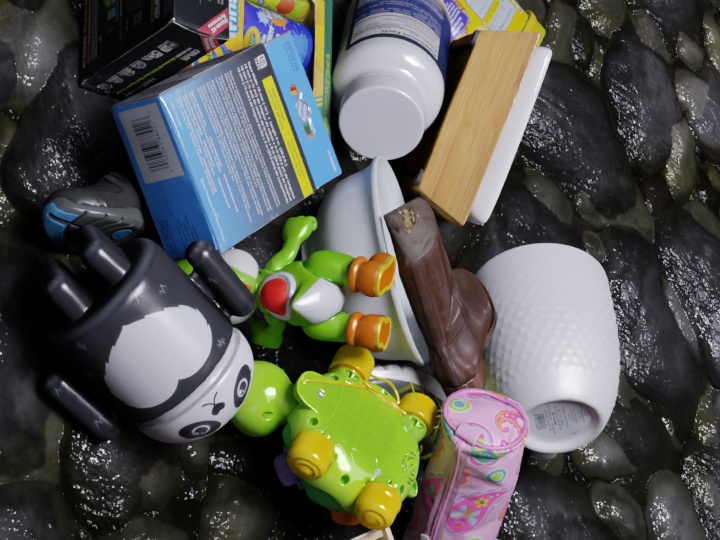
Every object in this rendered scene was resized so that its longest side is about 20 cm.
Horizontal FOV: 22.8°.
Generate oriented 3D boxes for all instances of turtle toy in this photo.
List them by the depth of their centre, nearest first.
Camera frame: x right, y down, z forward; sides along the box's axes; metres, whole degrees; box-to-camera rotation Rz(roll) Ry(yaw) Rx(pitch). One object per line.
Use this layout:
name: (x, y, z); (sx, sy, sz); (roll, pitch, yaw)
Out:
turtle toy: (-0.031, 0.145, 1.586); (0.200, 0.101, 0.146); (38, 47, -12)

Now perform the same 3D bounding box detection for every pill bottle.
pill bottle: (0.029, -0.195, 1.747); (0.111, 0.111, 0.200); (43, 30, -22)

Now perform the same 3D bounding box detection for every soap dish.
soap dish: (0.110, -0.146, 1.773); (0.081, 0.157, 0.200); (22, 91, -8)

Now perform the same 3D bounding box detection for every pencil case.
pencil case: (0.094, 0.202, 1.639); (0.087, 0.200, 0.088); (9, 39, -7)

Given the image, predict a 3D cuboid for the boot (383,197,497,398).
boot: (0.070, -0.005, 1.656); (0.187, 0.064, 0.200); (-94, 163, -52)

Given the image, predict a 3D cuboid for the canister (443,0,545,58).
canister: (0.090, -0.279, 1.896); (0.200, 0.086, 0.149); (46, 49, -19)

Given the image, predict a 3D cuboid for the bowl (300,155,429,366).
bowl: (0.000, 0.000, 1.670); (0.201, 0.090, 0.202); (-13, 90, -81)

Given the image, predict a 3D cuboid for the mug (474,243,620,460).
mug: (0.185, 0.103, 1.782); (0.147, 0.200, 0.176); (-2, 47, -2)

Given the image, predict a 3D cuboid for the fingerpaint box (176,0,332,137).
fingerpaint box: (-0.110, -0.221, 1.692); (0.167, 0.073, 0.200); (19, 61, -37)

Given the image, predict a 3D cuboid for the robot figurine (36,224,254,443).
robot figurine: (-0.178, 0.055, 1.479); (0.200, 0.150, 0.125); (48, 37, -23)

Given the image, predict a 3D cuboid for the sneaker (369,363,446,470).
sneaker: (0.049, 0.144, 1.696); (0.200, 0.074, 0.085); (16, 64, -39)

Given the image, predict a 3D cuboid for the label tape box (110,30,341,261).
label tape box: (-0.114, -0.111, 1.562); (0.200, 0.063, 0.144); (-36, 111, -52)

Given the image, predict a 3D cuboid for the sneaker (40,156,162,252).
sneaker: (-0.205, -0.063, 1.549); (0.200, 0.073, 0.082); (-3, 72, -54)

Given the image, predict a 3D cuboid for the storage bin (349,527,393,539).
storage bin: (-0.038, 0.348, 1.521); (0.198, 0.094, 0.200); (-17, 86, -46)

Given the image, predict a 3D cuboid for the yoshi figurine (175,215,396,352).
yoshi figurine: (-0.069, 0.016, 1.575); (0.112, 0.200, 0.113); (81, 20, -52)

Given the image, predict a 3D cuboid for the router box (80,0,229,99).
router box: (-0.184, -0.271, 1.588); (0.062, 0.150, 0.200); (15, 64, -38)
